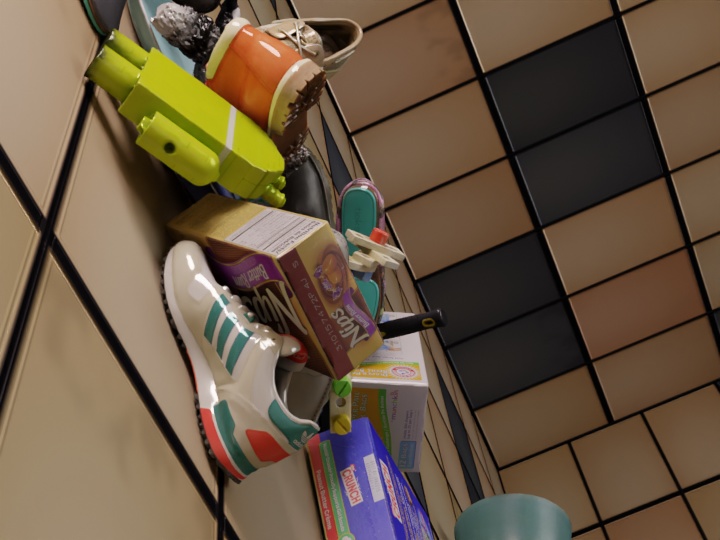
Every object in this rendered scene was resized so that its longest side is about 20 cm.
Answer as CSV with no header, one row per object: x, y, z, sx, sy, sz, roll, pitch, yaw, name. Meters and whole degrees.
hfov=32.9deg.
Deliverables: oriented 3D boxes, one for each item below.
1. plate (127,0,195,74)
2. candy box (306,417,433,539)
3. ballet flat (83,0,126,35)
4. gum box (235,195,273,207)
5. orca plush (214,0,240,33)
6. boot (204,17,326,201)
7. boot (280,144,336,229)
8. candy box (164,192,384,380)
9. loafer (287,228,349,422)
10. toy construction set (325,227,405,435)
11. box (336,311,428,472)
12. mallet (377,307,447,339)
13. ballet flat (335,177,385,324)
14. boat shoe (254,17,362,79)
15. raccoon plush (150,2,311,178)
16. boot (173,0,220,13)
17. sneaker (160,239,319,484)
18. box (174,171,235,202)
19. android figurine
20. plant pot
-0.207,-0.241,1.299,0.200,0.025,0.203,-23,91,-84,plate
0.024,0.279,1.246,0.170,0.076,0.201,-104,171,-48,candy box
-0.236,-0.312,1.097,0.073,0.072,0.203,42,27,-76,ballet flat
-0.091,-0.025,1.452,0.170,0.044,0.202,-11,79,-83,gum box
-0.161,-0.228,1.426,0.070,0.104,0.203,-5,100,-42,orca plush
-0.104,-0.150,1.150,0.107,0.075,0.201,37,-36,8,boot
-0.090,-0.049,1.291,0.199,0.072,0.184,-21,88,-63,boot
-0.074,0.009,0.996,0.199,0.056,0.118,18,-42,55,candy box
-0.049,0.061,1.100,0.070,0.069,0.203,-132,-131,-73,loafer
-0.033,0.046,1.176,0.130,0.203,0.092,23,-3,-11,toy construction set
0.018,0.135,1.408,0.200,0.100,0.114,-95,-170,-70,box
-0.006,0.060,1.244,0.066,0.198,0.041,60,30,-11,mallet
0.000,0.000,1.334,0.071,0.068,0.203,-24,119,-74,ballet flat
-0.069,-0.225,1.232,0.199,0.065,0.073,-20,79,-53,boat shoe
-0.136,-0.164,1.233,0.198,0.097,0.135,20,41,-40,raccoon plush
-0.207,-0.348,1.338,0.201,0.069,0.174,52,0,-32,boot
-0.089,0.058,0.953,0.070,0.092,0.202,54,15,-65,sneaker
-0.155,-0.104,1.158,0.201,0.032,0.122,63,1,40,box
-0.141,-0.124,1.034,0.199,0.041,0.183,37,16,-19,android figurine
0.253,0.492,1.994,0.162,0.198,0.202,-86,156,-48,plant pot
